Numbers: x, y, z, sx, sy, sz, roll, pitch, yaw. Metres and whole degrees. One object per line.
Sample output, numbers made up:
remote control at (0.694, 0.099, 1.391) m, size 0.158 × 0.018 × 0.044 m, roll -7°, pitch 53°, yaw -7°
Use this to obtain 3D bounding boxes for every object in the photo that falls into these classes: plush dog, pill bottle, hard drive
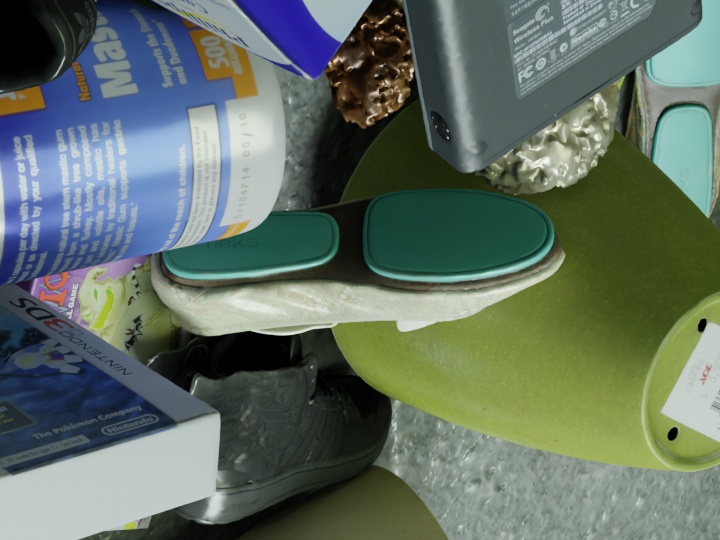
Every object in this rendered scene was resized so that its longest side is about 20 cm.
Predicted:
plush dog at (0.042, -0.152, 1.037) m, size 0.170 × 0.201 × 0.161 m, roll 1°, pitch 148°, yaw -23°
pill bottle at (-0.141, -0.053, 0.946) m, size 0.198 × 0.112 × 0.113 m, roll -13°, pitch 121°, yaw -28°
hard drive at (0.076, -0.150, 0.898) m, size 0.139 × 0.033 × 0.201 m, roll -33°, pitch 139°, yaw -19°

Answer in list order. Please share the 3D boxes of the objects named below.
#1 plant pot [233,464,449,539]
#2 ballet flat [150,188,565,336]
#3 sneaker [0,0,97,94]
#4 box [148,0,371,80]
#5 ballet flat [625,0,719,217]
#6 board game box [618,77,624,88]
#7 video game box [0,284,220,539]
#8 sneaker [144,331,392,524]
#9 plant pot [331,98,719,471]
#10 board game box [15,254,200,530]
plant pot at (-0.053, 0.223, 1.173) m, size 0.199 × 0.187 × 0.189 m, roll -18°, pitch 125°, yaw -23°
ballet flat at (0.000, 0.000, 1.064) m, size 0.063 × 0.198 × 0.068 m, roll 78°, pitch 15°, yaw -49°
sneaker at (-0.195, -0.098, 0.836) m, size 0.198 × 0.100 × 0.070 m, roll -2°, pitch 121°, yaw -9°
box at (-0.049, -0.210, 0.911) m, size 0.201 × 0.183 × 0.105 m, roll -56°, pitch 142°, yaw -7°
ballet flat at (0.186, -0.114, 1.301) m, size 0.070 × 0.070 × 0.202 m, roll -23°, pitch 131°, yaw -36°
board game box at (0.098, -0.117, 1.222) m, size 0.101 × 0.047 × 0.201 m, roll 15°, pitch 100°, yaw -49°
video game box at (-0.188, 0.063, 0.920) m, size 0.199 × 0.181 × 0.047 m, roll -14°, pitch 118°, yaw -41°
sneaker at (-0.041, 0.063, 1.145) m, size 0.199 × 0.060 × 0.105 m, roll -22°, pitch 133°, yaw -49°
plant pot at (0.113, 0.017, 1.119) m, size 0.186 × 0.200 × 0.189 m, roll -15°, pitch 118°, yaw -31°
board game box at (-0.127, 0.032, 1.088) m, size 0.119 × 0.032 × 0.202 m, roll 4°, pitch 108°, yaw -43°
